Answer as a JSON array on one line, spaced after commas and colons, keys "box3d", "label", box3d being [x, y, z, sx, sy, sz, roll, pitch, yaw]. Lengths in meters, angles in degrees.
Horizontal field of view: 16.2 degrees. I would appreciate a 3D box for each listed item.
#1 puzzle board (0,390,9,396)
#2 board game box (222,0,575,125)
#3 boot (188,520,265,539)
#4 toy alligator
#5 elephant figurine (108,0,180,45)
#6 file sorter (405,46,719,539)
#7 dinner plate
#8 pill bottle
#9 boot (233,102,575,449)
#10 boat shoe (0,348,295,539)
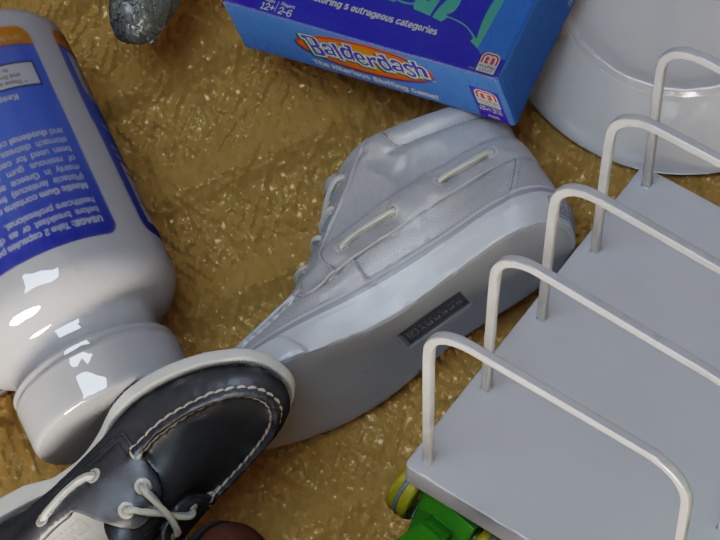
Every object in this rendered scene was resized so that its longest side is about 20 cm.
[{"box3d": [-0.270, -0.006, 1.282, 0.150, 0.017, 0.201, -20, 70, 6], "label": "puzzle board"}, {"box3d": [0.045, -0.181, 1.223, 0.151, 0.045, 0.201, 17, 68, 24], "label": "board game box"}, {"box3d": [-0.002, 0.178, 1.072, 0.068, 0.200, 0.190, 4, 69, -32], "label": "boot"}, {"box3d": [0.073, 0.087, 1.156, 0.059, 0.054, 0.200, 38, 64, 20], "label": "toy alligator"}, {"box3d": [-0.091, -0.237, 1.199, 0.200, 0.142, 0.155, -42, 80, -3], "label": "elephant figurine"}, {"box3d": [0.132, 0.022, 1.090, 0.138, 0.125, 0.200, 30, 60, 20], "label": "file sorter"}, {"box3d": [0.160, -0.144, 1.222, 0.198, 0.024, 0.202, -3, 74, 11], "label": "dinner plate"}, {"box3d": [-0.155, -0.014, 1.207, 0.111, 0.112, 0.201, -28, 69, 4], "label": "pill bottle"}, {"box3d": [0.000, 0.000, 1.199, 0.199, 0.074, 0.096, -31, 54, 2], "label": "boot"}, {"box3d": [-0.109, 0.108, 1.153, 0.199, 0.074, 0.061, -33, 36, 20], "label": "boat shoe"}]
